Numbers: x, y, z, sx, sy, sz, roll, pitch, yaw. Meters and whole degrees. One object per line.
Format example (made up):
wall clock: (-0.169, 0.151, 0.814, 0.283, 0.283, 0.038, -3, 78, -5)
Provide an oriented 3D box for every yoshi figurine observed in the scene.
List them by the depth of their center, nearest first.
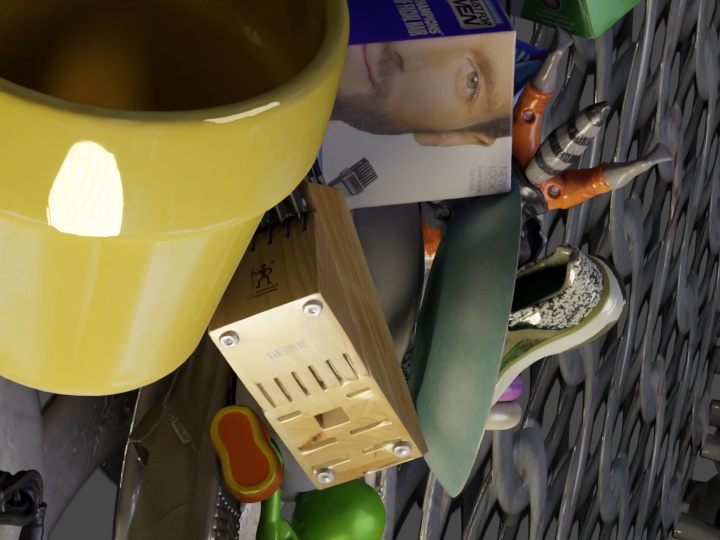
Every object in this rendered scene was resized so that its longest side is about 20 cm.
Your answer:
yoshi figurine: (-0.024, 0.127, 1.056, 0.200, 0.112, 0.112, 68, 31, -70)

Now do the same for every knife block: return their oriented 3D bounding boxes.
knife block: (-0.033, -0.006, 0.940, 0.176, 0.064, 0.200, -93, 158, -47)

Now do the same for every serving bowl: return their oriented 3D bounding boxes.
serving bowl: (0.000, 0.000, 1.161, 0.200, 0.066, 0.201, -177, -90, -75)

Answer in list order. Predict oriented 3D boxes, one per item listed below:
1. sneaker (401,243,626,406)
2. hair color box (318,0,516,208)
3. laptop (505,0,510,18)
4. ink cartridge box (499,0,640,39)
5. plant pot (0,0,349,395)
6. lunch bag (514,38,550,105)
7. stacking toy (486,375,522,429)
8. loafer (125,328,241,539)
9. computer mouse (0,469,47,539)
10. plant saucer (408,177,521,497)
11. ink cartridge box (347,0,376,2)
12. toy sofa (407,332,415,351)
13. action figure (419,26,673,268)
sneaker: (0.087, 0.039, 1.218, 0.200, 0.077, 0.089, -35, 145, 3)
hair color box: (-0.013, -0.096, 1.016, 0.065, 0.199, 0.110, -111, -163, -56)
laptop: (0.048, -0.279, 1.135, 0.116, 0.200, 0.188, -36, 136, -40)
ink cartridge box: (0.122, -0.285, 1.260, 0.083, 0.146, 0.200, -39, 132, -22)
plant pot: (-0.120, -0.054, 0.778, 0.201, 0.200, 0.189, -55, 166, -49)
lunch bag: (0.053, -0.084, 1.364, 0.200, 0.094, 0.151, -56, 174, -24)
stacking toy: (0.090, 0.015, 1.311, 0.085, 0.085, 0.201, -3, 100, -70)
loafer: (-0.106, 0.100, 1.071, 0.076, 0.068, 0.201, 77, 15, -54)
computer mouse: (-0.208, 0.193, 0.877, 0.140, 0.046, 0.201, -29, 127, -79)
plant saucer: (0.058, 0.037, 1.074, 0.201, 0.039, 0.202, -168, -90, -86)
ink cartridge box: (-0.018, -0.207, 0.997, 0.200, 0.145, 0.088, 27, 57, -70)
toy sofa: (-0.004, 0.081, 1.321, 0.200, 0.083, 0.098, -27, 128, -66)
action figure: (0.086, -0.078, 1.204, 0.193, 0.200, 0.105, -41, -169, 18)
